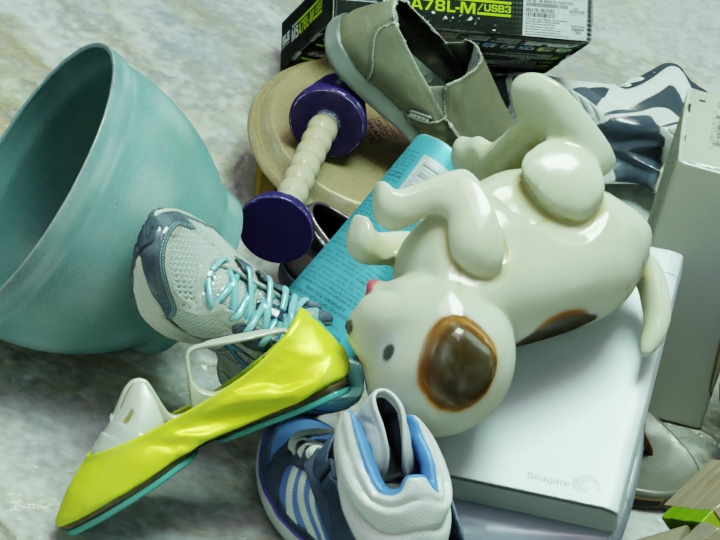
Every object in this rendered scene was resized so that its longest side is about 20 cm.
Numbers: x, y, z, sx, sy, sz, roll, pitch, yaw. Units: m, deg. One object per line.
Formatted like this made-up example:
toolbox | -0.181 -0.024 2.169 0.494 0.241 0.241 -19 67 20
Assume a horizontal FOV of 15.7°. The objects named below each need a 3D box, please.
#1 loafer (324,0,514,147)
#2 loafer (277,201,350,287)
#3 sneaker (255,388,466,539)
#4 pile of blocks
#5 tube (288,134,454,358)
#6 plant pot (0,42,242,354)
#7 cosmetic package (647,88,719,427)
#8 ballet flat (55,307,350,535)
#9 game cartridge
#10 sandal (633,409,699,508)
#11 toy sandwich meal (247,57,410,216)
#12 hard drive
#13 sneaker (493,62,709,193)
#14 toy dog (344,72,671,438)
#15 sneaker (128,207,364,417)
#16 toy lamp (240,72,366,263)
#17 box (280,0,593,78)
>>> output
loafer | 0.064 -0.118 1.831 0.200 0.070 0.075 38 40 -22
loafer | 0.032 0.020 1.765 0.200 0.063 0.072 28 36 20
sneaker | 0.001 0.112 1.546 0.080 0.147 0.200 -2 37 -21
pile of blocks | 0.200 0.196 1.585 0.062 0.082 0.200 55 45 -15
tube | 0.000 0.000 1.730 0.077 0.050 0.200 30 73 30
plant pot | -0.161 -0.026 1.678 0.134 0.200 0.200 31 28 -23
cosmetic package | 0.224 -0.008 1.748 0.073 0.200 0.104 14 35 3
ballet flat | -0.102 0.084 1.554 0.200 0.067 0.067 -27 5 -3
game cartridge | 0.111 0.098 1.635 0.133 0.041 0.200 5 53 2
sandal | 0.148 0.072 1.705 0.082 0.055 0.200 -23 68 -33
toy sandwich meal | 0.005 -0.081 1.906 0.205 0.070 0.205 10 45 -10
hard drive | 0.117 0.060 1.625 0.132 0.027 0.200 11 55 11
sneaker | 0.198 -0.117 2.015 0.199 0.080 0.130 9 20 15
toy dog | 0.073 0.015 1.579 0.194 0.140 0.200 49 61 -8
sneaker | -0.063 0.024 1.606 0.086 0.200 0.078 1 60 36
toy lamp | -0.034 -0.076 1.780 0.058 0.058 0.200 16 35 4
box | 0.054 -0.180 1.978 0.200 0.048 0.193 4 -6 -12
